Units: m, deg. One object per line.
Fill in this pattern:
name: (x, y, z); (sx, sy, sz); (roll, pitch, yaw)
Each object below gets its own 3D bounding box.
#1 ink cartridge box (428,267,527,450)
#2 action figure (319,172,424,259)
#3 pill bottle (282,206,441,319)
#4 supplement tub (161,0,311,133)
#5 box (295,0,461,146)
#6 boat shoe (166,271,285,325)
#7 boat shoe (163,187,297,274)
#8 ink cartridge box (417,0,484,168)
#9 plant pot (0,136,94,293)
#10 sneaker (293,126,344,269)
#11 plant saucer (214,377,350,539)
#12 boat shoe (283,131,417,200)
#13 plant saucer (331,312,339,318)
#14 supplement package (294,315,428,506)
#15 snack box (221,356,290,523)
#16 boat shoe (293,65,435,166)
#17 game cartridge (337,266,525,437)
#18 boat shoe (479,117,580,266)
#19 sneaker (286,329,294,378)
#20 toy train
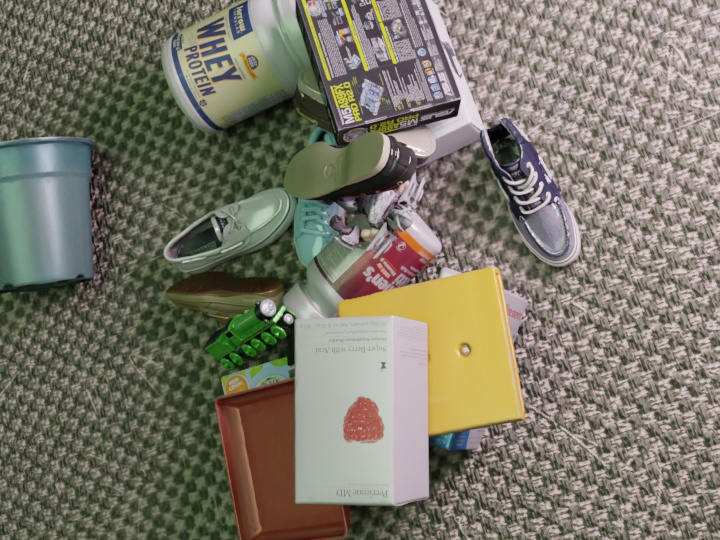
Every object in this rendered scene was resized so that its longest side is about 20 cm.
ink cartridge box: (0.123, 0.111, 1.485); (0.083, 0.145, 0.201); (18, 89, 22)
action figure: (0.001, -0.090, 1.502); (0.130, 0.069, 0.200); (-49, 42, -10)
pill bottle: (0.000, 0.000, 1.572); (0.200, 0.109, 0.110); (-44, 71, 10)
supplement tub: (-0.153, -0.288, 1.649); (0.199, 0.145, 0.146); (-23, 75, 16)
box: (0.020, -0.267, 1.503); (0.159, 0.044, 0.201); (-16, 70, -7)
boat shoe: (-0.184, 0.046, 1.652); (0.199, 0.071, 0.065); (4, 119, 37)
boat shoe: (-0.180, -0.054, 1.667); (0.199, 0.065, 0.074); (-32, 69, 14)
ink cartridge box: (0.059, -0.245, 1.597); (0.144, 0.084, 0.201); (-24, 75, 17)
plant pot: (-0.465, -0.073, 1.718); (0.199, 0.200, 0.198); (-10, 87, 19)
sneaker: (-0.061, -0.102, 1.623); (0.073, 0.082, 0.202); (4, 84, 21)
plant saucer: (-0.093, 0.241, 1.523); (0.199, 0.037, 0.201); (-18, 80, 41)
boat shoe: (-0.017, -0.118, 1.450); (0.201, 0.063, 0.074); (-8, 69, 48)
plant saucer: (0.010, 0.146, 1.500); (0.032, 0.200, 0.202); (-12, 78, 34)
supplement package: (0.003, 0.155, 1.344); (0.120, 0.120, 0.202); (-3, 83, 21)
snack box: (-0.093, 0.220, 1.606); (0.141, 0.053, 0.201); (-17, 78, 16)
boat shoe: (0.003, -0.186, 1.534); (0.199, 0.072, 0.060); (30, 137, 9)
game cartridge: (0.079, 0.102, 1.402); (0.199, 0.032, 0.178); (-13, 79, 21)
boat shoe: (0.207, -0.099, 1.518); (0.074, 0.093, 0.201); (-31, 73, 13)
sneaker: (-0.019, 0.153, 1.557); (0.075, 0.115, 0.201); (-13, 94, 47)
toy train: (-0.147, 0.082, 1.591); (0.056, 0.200, 0.042); (42, 56, -10)
